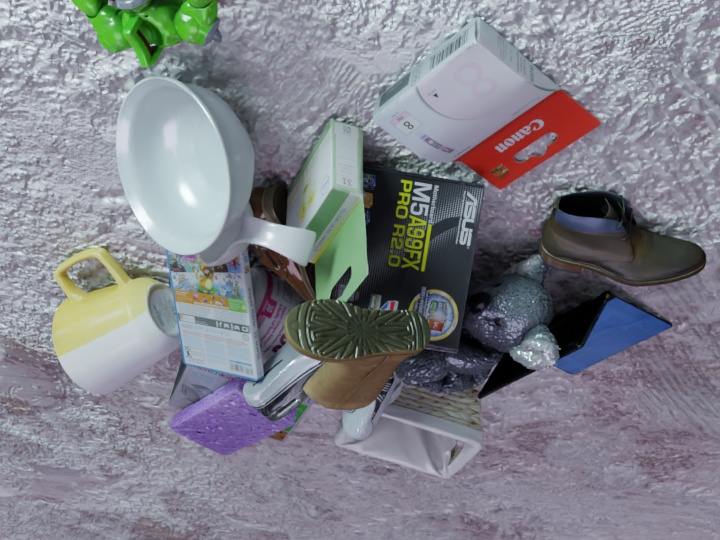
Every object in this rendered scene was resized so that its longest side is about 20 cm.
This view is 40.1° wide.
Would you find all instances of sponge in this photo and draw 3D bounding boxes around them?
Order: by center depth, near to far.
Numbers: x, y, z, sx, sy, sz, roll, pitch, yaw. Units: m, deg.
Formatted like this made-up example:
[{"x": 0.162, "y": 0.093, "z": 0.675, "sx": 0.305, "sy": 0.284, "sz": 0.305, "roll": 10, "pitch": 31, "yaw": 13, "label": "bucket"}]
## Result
[{"x": -0.195, "y": 0.226, "z": 1.500, "sx": 0.111, "sy": 0.030, "sz": 0.199, "roll": 32, "pitch": 140, "yaw": -26, "label": "sponge"}]

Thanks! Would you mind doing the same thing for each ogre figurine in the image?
[{"x": -0.217, "y": -0.273, "z": 0.970, "sx": 0.197, "sy": 0.099, "sz": 0.121, "roll": -11, "pitch": 128, "yaw": 8, "label": "ogre figurine"}]

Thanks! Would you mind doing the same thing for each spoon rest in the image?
[{"x": -0.136, "y": -0.046, "z": 1.156, "sx": 0.060, "sy": 0.101, "sz": 0.199, "roll": 22, "pitch": 173, "yaw": -42, "label": "spoon rest"}]

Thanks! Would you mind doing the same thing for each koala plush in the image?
[{"x": 0.164, "y": 0.062, "z": 1.267, "sx": 0.199, "sy": 0.179, "sz": 0.183, "roll": -22, "pitch": 145, "yaw": 34, "label": "koala plush"}]

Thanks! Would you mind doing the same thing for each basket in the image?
[{"x": 0.077, "y": 0.213, "z": 1.501, "sx": 0.198, "sy": 0.124, "sz": 0.136, "roll": 19, "pitch": 142, "yaw": -11, "label": "basket"}]

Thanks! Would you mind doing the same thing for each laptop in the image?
[{"x": 0.290, "y": 0.121, "z": 1.332, "sx": 0.116, "sy": 0.200, "sz": 0.187, "roll": 49, "pitch": 133, "yaw": -5, "label": "laptop"}]

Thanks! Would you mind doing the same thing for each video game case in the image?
[{"x": -0.194, "y": 0.038, "z": 1.300, "sx": 0.142, "sy": 0.018, "sz": 0.203, "roll": 7, "pitch": 111, "yaw": 38, "label": "video game case"}]

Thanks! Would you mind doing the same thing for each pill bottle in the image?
[{"x": -0.094, "y": 0.089, "z": 1.389, "sx": 0.199, "sy": 0.114, "sz": 0.113, "roll": 31, "pitch": 138, "yaw": -26, "label": "pill bottle"}]

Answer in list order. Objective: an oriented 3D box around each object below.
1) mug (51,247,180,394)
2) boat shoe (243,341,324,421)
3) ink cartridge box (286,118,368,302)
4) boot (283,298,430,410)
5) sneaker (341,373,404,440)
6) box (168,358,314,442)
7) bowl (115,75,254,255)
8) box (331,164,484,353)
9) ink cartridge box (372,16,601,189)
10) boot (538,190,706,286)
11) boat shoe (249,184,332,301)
[{"x": -0.345, "y": 0.074, "z": 1.408, "sx": 0.152, "sy": 0.151, "sz": 0.186, "roll": -23, "pitch": 139, "yaw": 25, "label": "mug"}, {"x": -0.064, "y": 0.122, "z": 1.317, "sx": 0.199, "sy": 0.072, "sz": 0.071, "roll": -37, "pitch": 123, "yaw": 4, "label": "boat shoe"}, {"x": -0.041, "y": -0.049, "z": 1.129, "sx": 0.047, "sy": 0.202, "sz": 0.146, "roll": 14, "pitch": 143, "yaw": -20, "label": "ink cartridge box"}, {"x": -0.027, "y": 0.107, "z": 1.132, "sx": 0.173, "sy": 0.067, "sz": 0.200, "roll": 8, "pitch": 152, "yaw": -19, "label": "boot"}, {"x": 0.053, "y": 0.151, "z": 1.383, "sx": 0.114, "sy": 0.202, "sz": 0.075, "roll": 28, "pitch": 165, "yaw": -34, "label": "sneaker"}, {"x": -0.172, "y": 0.160, "z": 1.513, "sx": 0.198, "sy": 0.098, "sz": 0.177, "roll": 21, "pitch": 143, "yaw": -12, "label": "box"}, {"x": -0.184, "y": -0.125, "z": 1.122, "sx": 0.200, "sy": 0.090, "sz": 0.204, "roll": 18, "pitch": 117, "yaw": 38, "label": "bowl"}, {"x": 0.053, "y": -0.015, "z": 1.172, "sx": 0.158, "sy": 0.203, "sz": 0.044, "roll": 10, "pitch": -175, "yaw": 2, "label": "box"}, {"x": 0.138, "y": -0.162, "z": 1.073, "sx": 0.199, "sy": 0.057, "sz": 0.162, "roll": 36, "pitch": 135, "yaw": -23, "label": "ink cartridge box"}, {"x": 0.313, "y": -0.039, "z": 1.169, "sx": 0.197, "sy": 0.075, "sz": 0.097, "roll": 4, "pitch": 145, "yaw": 10, "label": "boot"}, {"x": -0.095, "y": -0.030, "z": 1.281, "sx": 0.067, "sy": 0.072, "sz": 0.201, "roll": -6, "pitch": 130, "yaw": 26, "label": "boat shoe"}]
